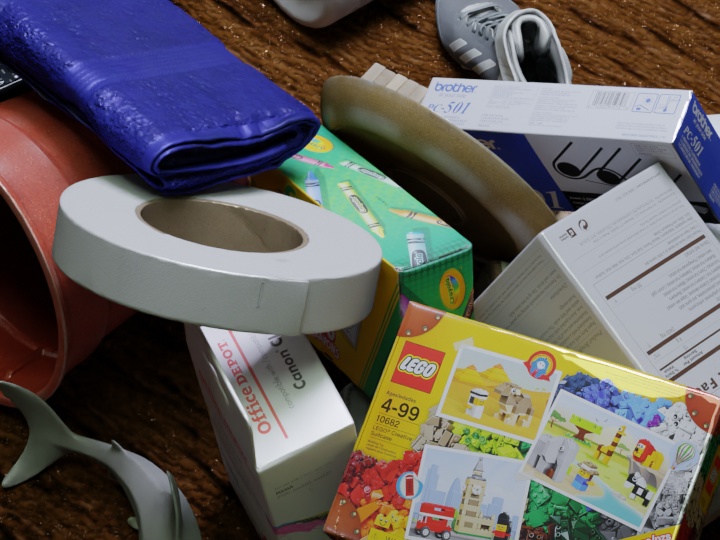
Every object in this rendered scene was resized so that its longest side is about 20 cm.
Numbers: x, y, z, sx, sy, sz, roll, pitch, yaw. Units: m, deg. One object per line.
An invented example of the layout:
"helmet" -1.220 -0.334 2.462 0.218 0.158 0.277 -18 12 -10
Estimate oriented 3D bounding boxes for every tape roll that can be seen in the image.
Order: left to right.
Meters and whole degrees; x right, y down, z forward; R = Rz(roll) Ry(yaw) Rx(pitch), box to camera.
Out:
"tape roll" -0.085 -0.012 1.487 0.201 0.037 0.203 11 16 -3

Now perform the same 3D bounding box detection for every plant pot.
"plant pot" -0.192 -0.043 1.648 0.200 0.202 0.195 36 48 26
"plant pot" 0.050 -0.058 1.669 0.199 0.200 0.028 29 76 22

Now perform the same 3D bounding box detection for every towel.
"towel" -0.141 -0.120 1.589 0.147 0.050 0.200 -13 44 -45

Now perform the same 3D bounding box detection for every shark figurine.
"shark figurine" -0.138 0.143 1.544 0.127 0.090 0.215 -19 54 -20

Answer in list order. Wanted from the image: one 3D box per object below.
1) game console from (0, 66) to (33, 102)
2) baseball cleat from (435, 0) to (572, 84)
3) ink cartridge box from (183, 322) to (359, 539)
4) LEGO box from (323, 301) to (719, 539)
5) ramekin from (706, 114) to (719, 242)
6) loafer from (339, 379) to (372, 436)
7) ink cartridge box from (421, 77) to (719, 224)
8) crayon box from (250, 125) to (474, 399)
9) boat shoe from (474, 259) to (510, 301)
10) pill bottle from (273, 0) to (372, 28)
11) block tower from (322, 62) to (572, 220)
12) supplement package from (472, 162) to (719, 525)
"game console" -0.304 -0.117 1.738 0.199 0.117 0.176 -26 47 -23
"baseball cleat" 0.112 -0.171 1.819 0.069 0.107 0.200 -22 50 -14
"ink cartridge box" -0.047 0.099 1.503 0.067 0.201 0.117 -25 53 -10
"LEGO box" 0.101 0.123 1.439 0.199 0.077 0.150 16 76 21
"ramekin" 0.254 -0.014 1.690 0.199 0.098 0.201 1 48 -1
"loafer" 0.035 0.139 1.563 0.069 0.070 0.201 -16 50 -16
"ink cartridge box" 0.141 -0.080 1.632 0.199 0.094 0.044 7 61 35
"crayon box" 0.000 0.000 1.618 0.058 0.120 0.200 -19 34 -24
"boat shoe" 0.118 0.084 1.627 0.076 0.072 0.201 4 57 -15
"pill bottle" 0.018 -0.278 1.907 0.199 0.115 0.114 -32 56 -27
"block tower" 0.068 -0.079 1.771 0.199 0.054 0.058 27 52 20
"supplement package" 0.183 0.060 1.555 0.119 0.121 0.201 -29 79 -36
